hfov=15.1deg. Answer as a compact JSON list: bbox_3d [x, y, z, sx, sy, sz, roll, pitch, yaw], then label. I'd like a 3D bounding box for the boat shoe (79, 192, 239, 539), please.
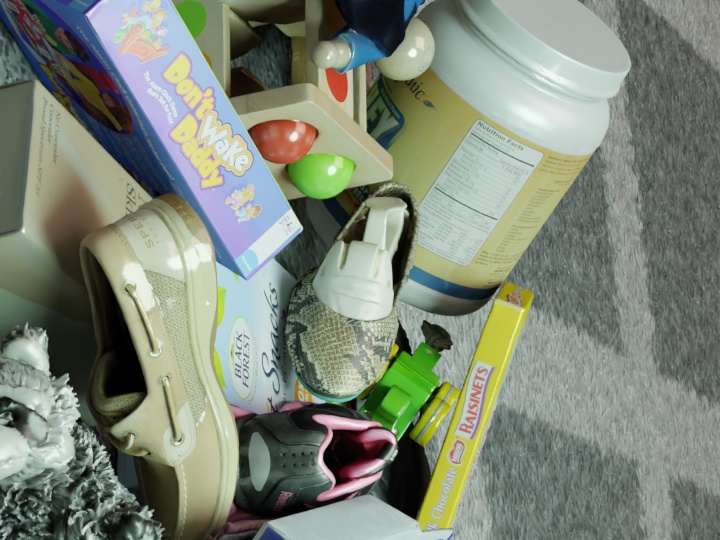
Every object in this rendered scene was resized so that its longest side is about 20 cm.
[{"bbox_3d":[-0.108,0.058,1.359,0.064,0.071,0.201,-23,125,-30],"label":"boat shoe"}]

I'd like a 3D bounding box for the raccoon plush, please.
[{"bbox_3d":[-0.168,0.103,1.369,0.200,0.096,0.134,135,-69,-80],"label":"raccoon plush"}]

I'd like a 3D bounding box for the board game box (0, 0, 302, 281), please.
[{"bbox_3d":[-0.123,-0.098,1.462,0.045,0.134,0.200,-43,132,-15],"label":"board game box"}]

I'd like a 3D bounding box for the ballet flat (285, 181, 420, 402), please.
[{"bbox_3d":[0.000,0.000,1.622,0.200,0.068,0.076,-67,177,-62],"label":"ballet flat"}]

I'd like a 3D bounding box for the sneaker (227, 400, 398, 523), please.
[{"bbox_3d":[-0.016,0.106,1.503,0.200,0.095,0.079,2,80,-68],"label":"sneaker"}]

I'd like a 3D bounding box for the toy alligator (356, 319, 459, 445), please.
[{"bbox_3d":[0.024,0.078,1.693,0.059,0.054,0.200,36,14,1],"label":"toy alligator"}]

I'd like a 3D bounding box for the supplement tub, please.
[{"bbox_3d":[0.071,-0.086,1.763,0.144,0.200,0.145,28,24,-13],"label":"supplement tub"}]

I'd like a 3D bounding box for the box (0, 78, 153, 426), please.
[{"bbox_3d":[-0.154,-0.005,1.407,0.200,0.077,0.095,47,37,-53],"label":"box"}]

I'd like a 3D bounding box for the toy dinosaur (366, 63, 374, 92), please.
[{"bbox_3d":[-0.020,-0.166,1.825,0.200,0.086,0.136,32,57,-54],"label":"toy dinosaur"}]

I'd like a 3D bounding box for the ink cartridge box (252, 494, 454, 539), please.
[{"bbox_3d":[-0.050,0.210,1.449,0.041,0.200,0.200,38,13,18],"label":"ink cartridge box"}]

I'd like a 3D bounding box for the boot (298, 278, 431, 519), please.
[{"bbox_3d":[-0.005,0.111,1.737,0.132,0.070,0.201,-65,139,-56],"label":"boot"}]

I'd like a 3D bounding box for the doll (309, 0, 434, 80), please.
[{"bbox_3d":[0.006,-0.173,1.562,0.200,0.048,0.137,70,40,-59],"label":"doll"}]

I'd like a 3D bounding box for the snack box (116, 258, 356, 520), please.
[{"bbox_3d":[-0.068,0.082,1.597,0.200,0.067,0.169,42,42,-55],"label":"snack box"}]

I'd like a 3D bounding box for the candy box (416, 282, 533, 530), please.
[{"bbox_3d":[0.066,0.109,1.739,0.102,0.026,0.201,-31,140,-80],"label":"candy box"}]

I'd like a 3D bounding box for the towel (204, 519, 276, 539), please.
[{"bbox_3d":[-0.075,0.196,1.465,0.023,0.144,0.200,38,8,19],"label":"towel"}]

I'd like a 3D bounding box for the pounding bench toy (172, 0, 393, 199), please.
[{"bbox_3d":[-0.045,-0.109,1.667,0.200,0.124,0.157,38,45,-59],"label":"pounding bench toy"}]
